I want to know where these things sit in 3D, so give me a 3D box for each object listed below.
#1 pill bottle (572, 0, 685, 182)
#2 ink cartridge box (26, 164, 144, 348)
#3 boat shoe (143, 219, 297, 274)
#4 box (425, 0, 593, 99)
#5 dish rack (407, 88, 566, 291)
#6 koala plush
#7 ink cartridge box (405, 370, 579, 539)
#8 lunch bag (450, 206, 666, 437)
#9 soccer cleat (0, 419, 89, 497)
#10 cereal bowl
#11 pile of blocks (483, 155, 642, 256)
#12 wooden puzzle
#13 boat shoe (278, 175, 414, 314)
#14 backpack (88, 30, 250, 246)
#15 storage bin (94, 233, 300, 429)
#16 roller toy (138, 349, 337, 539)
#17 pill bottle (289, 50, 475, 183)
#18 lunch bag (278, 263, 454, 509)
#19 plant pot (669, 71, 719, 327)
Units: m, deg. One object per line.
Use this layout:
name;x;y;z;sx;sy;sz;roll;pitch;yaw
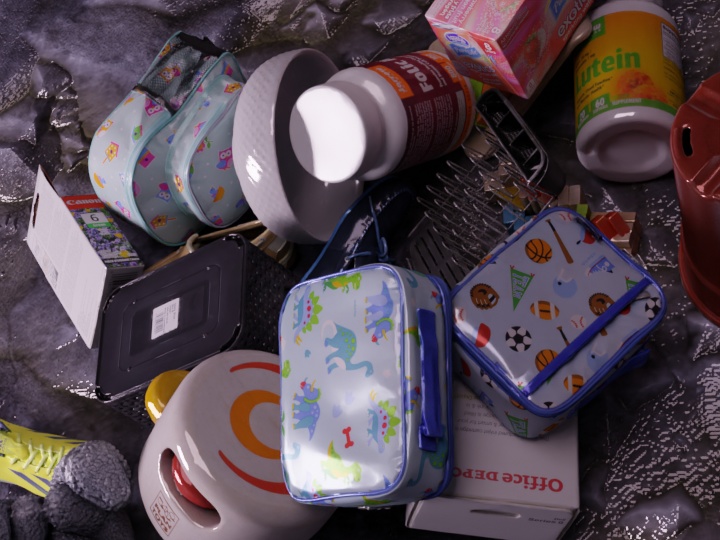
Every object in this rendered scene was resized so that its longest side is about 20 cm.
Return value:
pill bottle;0.270;-0.201;1.570;0.110;0.111;0.202;-9;56;18
ink cartridge box;-0.306;-0.020;1.709;0.050;0.110;0.200;-6;40;-33
boat shoe;-0.170;-0.011;1.665;0.198;0.076;0.072;-24;55;10
box;0.166;-0.286;1.529;0.094;0.103;0.201;25;74;36
dish rack;0.112;-0.062;1.538;0.201;0.054;0.154;-51;34;18
koala plush;-0.262;0.298;1.479;0.176;0.184;0.201;-29;72;-11
ink cartridge box;0.119;0.134;1.406;0.143;0.088;0.202;7;57;-6
lunch bag;0.173;0.044;1.377;0.199;0.076;0.160;-38;72;-26
soccer cleat;-0.344;0.192;1.607;0.198;0.084;0.065;5;61;26
cereal bowl;-0.074;-0.125;1.615;0.082;0.200;0.202;-5;57;28
pile of blocks;0.189;-0.056;1.545;0.199;0.062;0.082;28;73;35
wooden puzzle;0.148;-0.245;1.641;0.200;0.037;0.186;-49;42;36
boat shoe;0.000;0.000;1.593;0.068;0.084;0.201;35;94;36
backpack;-0.189;-0.127;1.683;0.200;0.176;0.153;-44;54;-13
storage bin;-0.165;0.066;1.570;0.198;0.094;0.137;-23;51;29
roller toy;-0.110;0.181;1.441;0.198;0.140;0.184;20;46;-16
pill bottle;0.023;-0.156;1.585;0.113;0.116;0.199;16;23;31
lunch bag;0.008;0.101;1.327;0.160;0.082;0.203;-15;71;43
plant pot;0.367;-0.070;1.392;0.198;0.196;0.203;-11;56;17
